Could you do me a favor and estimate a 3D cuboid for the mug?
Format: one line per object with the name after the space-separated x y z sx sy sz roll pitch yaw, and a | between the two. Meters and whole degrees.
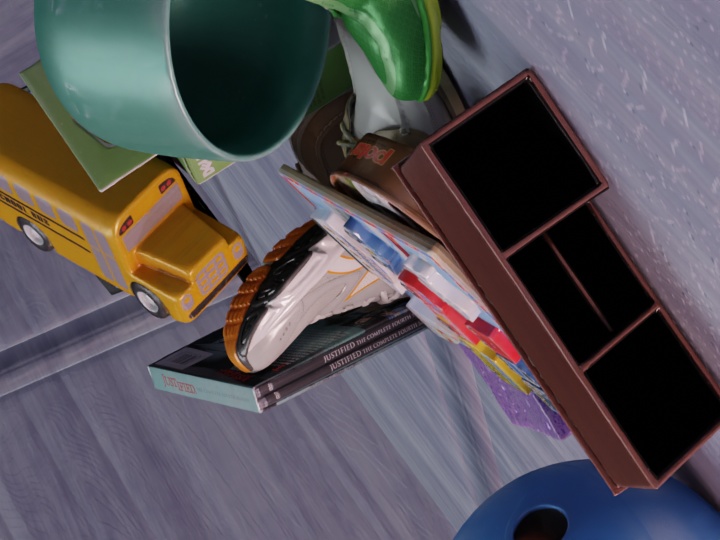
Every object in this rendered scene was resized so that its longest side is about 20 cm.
-0.098 -0.153 0.980 0.114 0.186 0.152 7 152 32 | mug

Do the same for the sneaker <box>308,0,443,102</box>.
-0.026 -0.166 0.905 0.200 0.083 0.074 57 174 -16 | sneaker

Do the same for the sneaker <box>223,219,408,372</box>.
0.000 0.000 1.140 0.092 0.200 0.076 47 162 -18 | sneaker

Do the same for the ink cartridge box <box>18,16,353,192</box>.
-0.091 -0.124 1.084 0.104 0.199 0.059 53 172 23 | ink cartridge box

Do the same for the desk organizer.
0.104 0.007 0.872 0.200 0.072 0.077 56 172 1 | desk organizer

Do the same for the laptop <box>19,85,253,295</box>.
-0.167 -0.043 1.223 0.178 0.103 0.200 53 179 -25 | laptop

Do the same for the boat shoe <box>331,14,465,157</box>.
0.025 -0.077 1.057 0.075 0.068 0.200 48 170 52 | boat shoe

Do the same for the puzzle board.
0.048 0.019 1.050 0.150 0.017 0.200 29 169 49 | puzzle board

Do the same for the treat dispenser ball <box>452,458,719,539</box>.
0.140 0.212 1.060 0.201 0.200 0.201 55 174 8 | treat dispenser ball

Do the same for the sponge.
0.111 0.069 1.349 0.112 0.030 0.200 56 174 -2 | sponge

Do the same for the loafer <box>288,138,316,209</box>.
-0.001 -0.039 1.390 0.200 0.072 0.063 51 128 21 | loafer

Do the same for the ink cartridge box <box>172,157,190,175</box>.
-0.118 -0.189 1.229 0.200 0.144 0.145 57 175 -15 | ink cartridge box

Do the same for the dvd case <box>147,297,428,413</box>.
-0.026 0.038 1.202 0.146 0.199 0.022 5 115 56 | dvd case

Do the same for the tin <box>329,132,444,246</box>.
0.066 -0.006 1.010 0.200 0.042 0.112 41 168 -30 | tin

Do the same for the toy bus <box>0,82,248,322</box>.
-0.166 -0.044 1.129 0.199 0.065 0.078 27 151 32 | toy bus

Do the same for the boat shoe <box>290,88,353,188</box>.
0.014 -0.063 1.245 0.069 0.074 0.200 50 -179 28 | boat shoe
